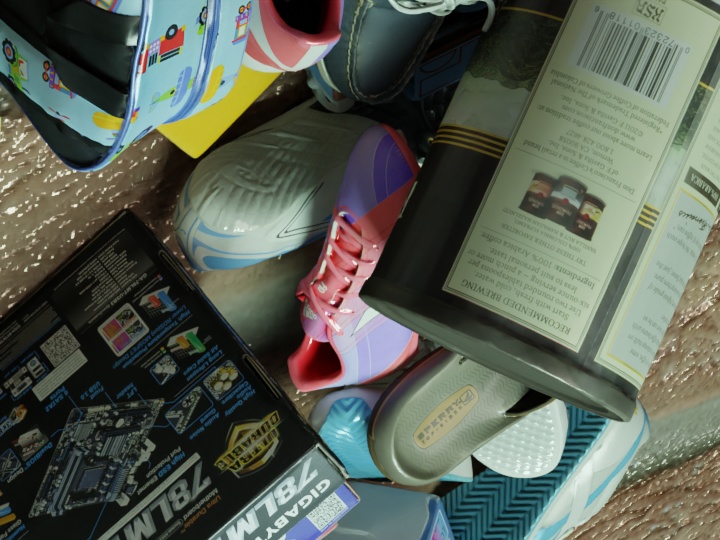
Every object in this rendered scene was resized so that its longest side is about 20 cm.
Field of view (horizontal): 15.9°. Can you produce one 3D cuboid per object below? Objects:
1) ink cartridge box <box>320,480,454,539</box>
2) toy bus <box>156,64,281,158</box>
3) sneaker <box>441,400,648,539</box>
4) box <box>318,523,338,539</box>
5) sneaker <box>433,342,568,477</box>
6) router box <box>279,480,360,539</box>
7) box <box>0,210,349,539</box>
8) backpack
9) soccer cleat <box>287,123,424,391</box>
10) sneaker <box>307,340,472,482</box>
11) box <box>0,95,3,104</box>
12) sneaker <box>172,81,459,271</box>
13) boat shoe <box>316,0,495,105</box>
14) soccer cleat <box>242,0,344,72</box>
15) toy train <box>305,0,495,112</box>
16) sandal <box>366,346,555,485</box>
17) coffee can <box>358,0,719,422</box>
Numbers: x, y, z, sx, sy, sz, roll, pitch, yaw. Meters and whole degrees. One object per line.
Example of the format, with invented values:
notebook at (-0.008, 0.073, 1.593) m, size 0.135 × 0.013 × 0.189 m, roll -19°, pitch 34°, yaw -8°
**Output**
ink cartridge box at (-0.001, 0.211, 1.606) m, size 0.201 × 0.135 × 0.077 m, roll 69°, pitch 35°, yaw -52°
toy bus at (-0.043, -0.157, 1.264) m, size 0.200 × 0.078 × 0.065 m, roll -45°, pitch 143°, yaw 4°
sneaker at (0.114, 0.156, 1.704) m, size 0.200 × 0.077 × 0.081 m, roll -48°, pitch 144°, yaw 11°
box at (-0.126, 0.152, 1.479) m, size 0.199 × 0.095 × 0.103 m, roll -35°, pitch 143°, yaw -9°
sneaker at (0.084, 0.016, 1.502) m, size 0.115 × 0.072 × 0.202 m, roll -63°, pitch 140°, yaw -51°
router box at (-0.128, 0.121, 1.377) m, size 0.200 × 0.180 × 0.049 m, roll -40°, pitch 142°, yaw -1°
box at (-0.137, 0.099, 1.332) m, size 0.200 × 0.199 × 0.050 m, roll -42°, pitch 144°, yaw -1°
backpack at (-0.108, -0.150, 1.111) m, size 0.134 × 0.200 × 0.184 m, roll -12°, pitch 133°, yaw -31°
soccer cleat at (0.000, 0.000, 1.364) m, size 0.076 × 0.067 × 0.201 m, roll -24°, pitch 152°, yaw -17°
sneaker at (0.016, 0.081, 1.518) m, size 0.076 × 0.082 × 0.200 m, roll -2°, pitch 172°, yaw 15°
box at (-0.222, -0.010, 1.272) m, size 0.075 × 0.050 × 0.201 m, roll -19°, pitch 136°, yaw -28°
sneaker at (-0.017, -0.057, 1.405) m, size 0.199 × 0.072 × 0.073 m, roll -24°, pitch 166°, yaw -28°
boat shoe at (0.032, -0.156, 1.214) m, size 0.074 × 0.062 × 0.201 m, roll -8°, pitch 133°, yaw -40°
soccer cleat at (-0.035, -0.192, 1.174) m, size 0.068 × 0.073 × 0.202 m, roll -5°, pitch 94°, yaw -23°
toy train at (0.047, -0.149, 1.350) m, size 0.199 × 0.087 × 0.115 m, roll -28°, pitch 147°, yaw -18°
sandal at (0.086, 0.043, 1.412) m, size 0.200 × 0.055 × 0.082 m, roll -42°, pitch 115°, yaw -8°
coffee can at (0.106, -0.047, 1.256) m, size 0.146 × 0.146 × 0.201 m, roll 31°, pitch 83°, yaw -52°
